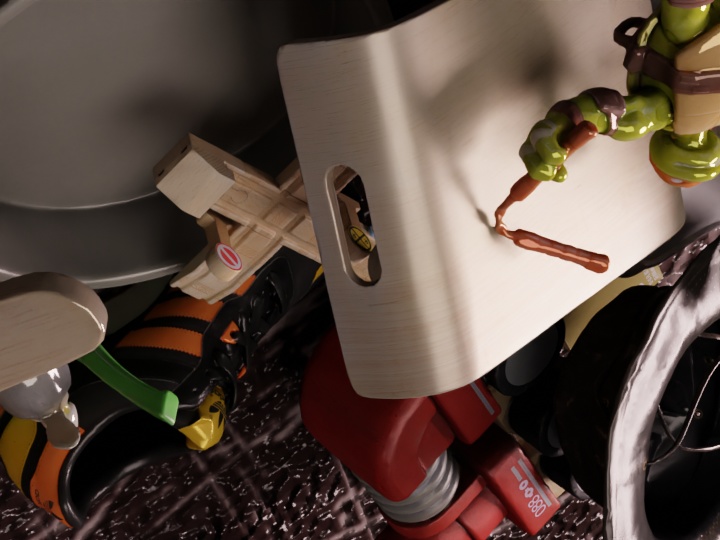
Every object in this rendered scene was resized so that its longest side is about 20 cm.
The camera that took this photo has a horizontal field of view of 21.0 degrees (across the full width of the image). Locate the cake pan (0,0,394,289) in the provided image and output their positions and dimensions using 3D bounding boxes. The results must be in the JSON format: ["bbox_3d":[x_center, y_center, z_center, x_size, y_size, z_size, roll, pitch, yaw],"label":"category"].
[{"bbox_3d":[-0.083,-0.068,0.752,0.199,0.037,0.201,-18,148,-12],"label":"cake pan"}]

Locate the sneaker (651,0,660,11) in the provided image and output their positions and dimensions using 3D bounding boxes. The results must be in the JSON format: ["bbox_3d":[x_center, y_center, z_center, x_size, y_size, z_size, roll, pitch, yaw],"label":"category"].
[{"bbox_3d":[0.200,-0.156,0.924,0.199,0.060,0.104,-40,138,-7],"label":"sneaker"}]

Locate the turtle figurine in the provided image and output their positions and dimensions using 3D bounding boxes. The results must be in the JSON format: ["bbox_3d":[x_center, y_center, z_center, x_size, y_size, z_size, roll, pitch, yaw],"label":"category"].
[{"bbox_3d":[0.139,-0.089,0.736,0.199,0.065,0.162,-13,137,-20],"label":"turtle figurine"}]

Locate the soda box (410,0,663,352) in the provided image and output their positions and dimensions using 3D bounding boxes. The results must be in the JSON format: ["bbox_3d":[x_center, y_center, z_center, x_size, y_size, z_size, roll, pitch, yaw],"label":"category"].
[{"bbox_3d":[0.077,-0.047,0.914,0.064,0.068,0.200,-40,141,-3],"label":"soda box"}]

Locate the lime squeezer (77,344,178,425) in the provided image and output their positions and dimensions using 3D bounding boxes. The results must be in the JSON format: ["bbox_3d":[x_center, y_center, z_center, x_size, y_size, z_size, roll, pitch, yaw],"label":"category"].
[{"bbox_3d":[-0.144,0.049,0.805,0.199,0.071,0.038,-15,156,33],"label":"lime squeezer"}]

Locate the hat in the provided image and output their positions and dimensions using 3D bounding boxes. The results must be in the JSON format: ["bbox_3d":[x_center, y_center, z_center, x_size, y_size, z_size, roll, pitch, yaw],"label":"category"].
[{"bbox_3d":[0.138,0.070,0.916,0.200,0.080,0.202,-23,120,-48],"label":"hat"}]

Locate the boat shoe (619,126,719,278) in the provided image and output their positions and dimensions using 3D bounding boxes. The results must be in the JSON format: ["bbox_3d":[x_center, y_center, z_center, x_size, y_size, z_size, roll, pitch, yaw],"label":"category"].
[{"bbox_3d":[0.188,-0.064,0.897,0.200,0.065,0.074,-45,144,-3],"label":"boat shoe"}]

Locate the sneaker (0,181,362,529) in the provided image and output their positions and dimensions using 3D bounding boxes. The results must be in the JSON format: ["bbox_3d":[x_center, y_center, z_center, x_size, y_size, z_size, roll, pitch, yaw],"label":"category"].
[{"bbox_3d":[-0.069,0.038,0.854,0.199,0.090,0.070,-35,141,-8],"label":"sneaker"}]

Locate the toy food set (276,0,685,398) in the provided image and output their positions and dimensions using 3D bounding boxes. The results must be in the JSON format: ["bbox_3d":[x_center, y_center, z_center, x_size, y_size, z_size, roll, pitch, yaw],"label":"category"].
[{"bbox_3d":[0.055,-0.055,0.777,0.200,0.060,0.145,-33,119,-41],"label":"toy food set"}]

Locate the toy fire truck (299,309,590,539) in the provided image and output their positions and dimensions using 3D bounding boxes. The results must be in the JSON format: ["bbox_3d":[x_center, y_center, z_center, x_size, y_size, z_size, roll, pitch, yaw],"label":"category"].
[{"bbox_3d":[0.010,0.095,0.968,0.200,0.128,0.176,-47,142,-9],"label":"toy fire truck"}]

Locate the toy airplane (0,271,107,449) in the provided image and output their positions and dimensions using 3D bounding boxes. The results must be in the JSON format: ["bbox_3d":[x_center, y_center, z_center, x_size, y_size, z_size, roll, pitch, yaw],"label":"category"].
[{"bbox_3d":[-0.207,0.060,0.735,0.141,0.199,0.200,-55,165,-69],"label":"toy airplane"}]

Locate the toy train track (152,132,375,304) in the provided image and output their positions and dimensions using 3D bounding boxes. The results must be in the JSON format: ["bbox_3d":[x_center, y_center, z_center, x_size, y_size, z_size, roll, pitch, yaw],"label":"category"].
[{"bbox_3d":[0.000,0.000,0.804,0.199,0.033,0.115,26,123,-38],"label":"toy train track"}]
